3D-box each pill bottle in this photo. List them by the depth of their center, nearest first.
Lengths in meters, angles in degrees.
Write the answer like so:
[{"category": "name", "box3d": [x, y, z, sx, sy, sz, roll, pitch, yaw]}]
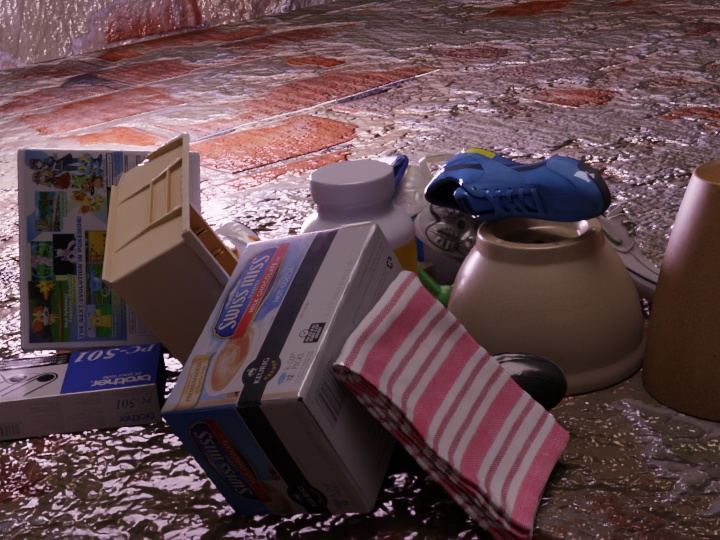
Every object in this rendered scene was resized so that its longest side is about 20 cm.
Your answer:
[{"category": "pill bottle", "box3d": [0.000, 0.000, 1.242, 0.112, 0.200, 0.112, -5, 20, 2]}]

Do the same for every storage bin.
[{"category": "storage bin", "box3d": [-0.139, 0.004, 1.195, 0.094, 0.200, 0.199, -30, 32, 12]}]

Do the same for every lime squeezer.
[{"category": "lime squeezer", "box3d": [0.094, 0.022, 1.365, 0.200, 0.038, 0.071, 15, 32, -53]}]

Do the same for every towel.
[{"category": "towel", "box3d": [0.077, 0.101, 0.991, 0.030, 0.200, 0.146, -39, 9, 36]}, {"category": "towel", "box3d": [0.001, -0.071, 1.463, 0.024, 0.145, 0.200, 31, 1, -8]}]

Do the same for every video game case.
[{"category": "video game case", "box3d": [-0.249, -0.021, 1.285, 0.182, 0.200, 0.022, -1, -3, -20]}]

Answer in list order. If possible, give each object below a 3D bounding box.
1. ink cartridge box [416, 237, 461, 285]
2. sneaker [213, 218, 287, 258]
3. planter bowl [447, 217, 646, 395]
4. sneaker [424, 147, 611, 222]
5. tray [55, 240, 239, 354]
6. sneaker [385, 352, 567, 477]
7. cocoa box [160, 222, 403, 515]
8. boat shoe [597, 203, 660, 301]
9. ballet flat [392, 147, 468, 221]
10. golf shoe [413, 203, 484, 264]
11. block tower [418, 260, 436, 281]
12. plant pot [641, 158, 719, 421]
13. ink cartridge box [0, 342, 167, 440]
[{"category": "ink cartridge box", "box3d": [0.113, -0.036, 1.498, 0.200, 0.067, 0.116, -11, 21, -13]}, {"category": "sneaker", "box3d": [-0.116, 0.008, 1.462, 0.200, 0.076, 0.092, 14, 47, 38]}, {"category": "planter bowl", "box3d": [0.176, 0.019, 1.244, 0.200, 0.135, 0.200, -5, 21, 2]}, {"category": "sneaker", "box3d": [0.145, -0.069, 1.216, 0.078, 0.066, 0.200, -35, 31, -31]}, {"category": "tray", "box3d": [-0.221, 0.040, 1.336, 0.200, 0.099, 0.037, -14, 22, -21]}, {"category": "sneaker", "box3d": [0.084, 0.130, 1.080, 0.200, 0.075, 0.079, -16, 31, -4]}, {"category": "cocoa box", "box3d": [-0.044, 0.079, 1.027, 0.131, 0.133, 0.200, -8, 39, 29]}, {"category": "boat shoe", "box3d": [0.255, -0.039, 1.330, 0.200, 0.067, 0.074, 33, 13, -6]}, {"category": "ballet flat", "box3d": [0.074, -0.096, 1.474, 0.072, 0.072, 0.200, 11, 24, 37]}, {"category": "golf shoe", "box3d": [0.150, -0.028, 1.398, 0.200, 0.078, 0.097, 24, -10, -17]}, {"category": "block tower", "box3d": [-0.015, 0.034, 1.364, 0.200, 0.054, 0.058, -15, 23, -26]}, {"category": "plant pot", "box3d": [0.343, 0.006, 1.144, 0.186, 0.200, 0.186, -6, 20, 2]}, {"category": "ink cartridge box", "box3d": [-0.289, 0.117, 1.225, 0.200, 0.044, 0.094, -6, 22, -3]}]
